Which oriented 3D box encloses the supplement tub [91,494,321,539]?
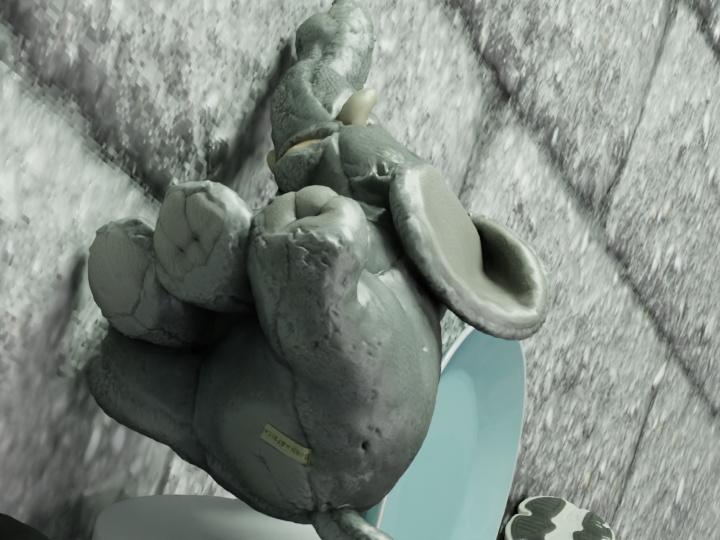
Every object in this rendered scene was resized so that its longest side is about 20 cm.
[{"bbox_3d":[-0.057,0.198,0.988,0.145,0.144,0.201,-16,119,-66],"label":"supplement tub"}]

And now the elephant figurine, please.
[{"bbox_3d":[0.000,0.000,0.996,0.200,0.141,0.156,-33,129,-55],"label":"elephant figurine"}]

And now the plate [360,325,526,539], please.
[{"bbox_3d":[0.035,0.116,1.341,0.200,0.025,0.202,15,90,-69],"label":"plate"}]

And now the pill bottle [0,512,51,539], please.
[{"bbox_3d":[-0.151,0.172,0.774,0.112,0.111,0.201,-17,121,-66],"label":"pill bottle"}]

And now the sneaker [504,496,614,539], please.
[{"bbox_3d":[0.092,0.212,1.489,0.200,0.080,0.084,-47,152,-52],"label":"sneaker"}]
